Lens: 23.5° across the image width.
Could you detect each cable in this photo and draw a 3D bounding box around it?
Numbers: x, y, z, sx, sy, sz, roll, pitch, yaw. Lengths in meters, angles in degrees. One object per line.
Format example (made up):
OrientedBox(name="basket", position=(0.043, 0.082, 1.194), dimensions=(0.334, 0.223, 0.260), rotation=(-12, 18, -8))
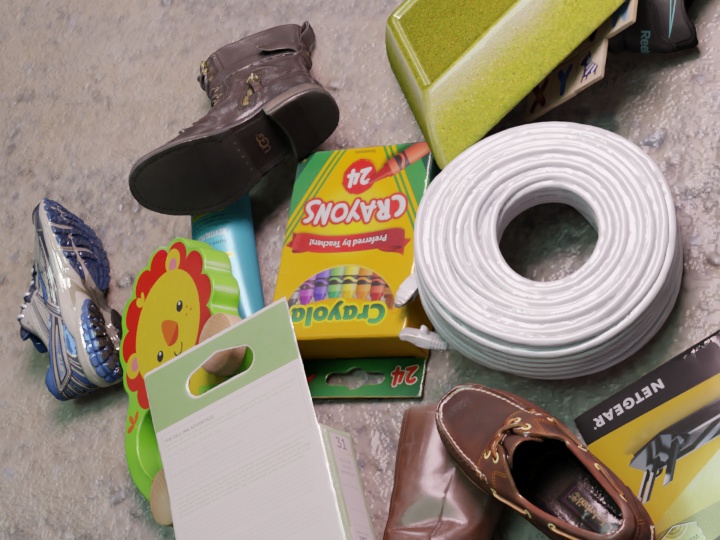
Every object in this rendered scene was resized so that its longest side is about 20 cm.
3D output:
OrientedBox(name="cable", position=(0.136, -0.018, 1.265), dimensions=(0.199, 0.069, 0.201), rotation=(18, 68, 20))

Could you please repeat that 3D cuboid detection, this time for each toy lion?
OrientedBox(name="toy lion", position=(-0.141, 0.082, 1.378), dimensions=(0.191, 0.068, 0.201), rotation=(29, 103, 51))

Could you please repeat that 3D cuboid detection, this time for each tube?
OrientedBox(name="tube", position=(-0.109, 0.018, 1.428), dimensions=(0.077, 0.050, 0.201), rotation=(-25, 59, 30))

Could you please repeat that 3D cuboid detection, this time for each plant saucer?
OrientedBox(name="plant saucer", position=(0.098, -0.204, 1.361), dimensions=(0.200, 0.048, 0.200), rotation=(-43, 31, 15))

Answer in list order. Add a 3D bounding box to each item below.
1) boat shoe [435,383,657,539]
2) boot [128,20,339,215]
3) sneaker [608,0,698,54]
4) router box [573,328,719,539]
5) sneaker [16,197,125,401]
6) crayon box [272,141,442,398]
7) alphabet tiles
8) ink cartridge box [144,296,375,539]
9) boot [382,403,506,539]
OrientedBox(name="boat shoe", position=(0.119, 0.130, 1.158), dimensions=(0.070, 0.070, 0.200), rotation=(-50, 50, -7))
OrientedBox(name="boot", position=(-0.112, -0.134, 1.465), dimensions=(0.199, 0.070, 0.174), rotation=(-24, 33, -3))
OrientedBox(name="sneaker", position=(0.243, -0.259, 1.361), dimensions=(0.079, 0.075, 0.201), rotation=(10, 77, 19))
OrientedBox(name="router box", position=(0.264, 0.119, 1.155), dimensions=(0.199, 0.052, 0.158), rotation=(-34, 54, 11))
OrientedBox(name="sneaker", position=(-0.262, 0.025, 1.492), dimensions=(0.085, 0.077, 0.201), rotation=(-33, 53, 16))
OrientedBox(name="crayon box", position=(0.000, 0.000, 1.368), dimensions=(0.126, 0.051, 0.201), rotation=(-4, 65, 27))
OrientedBox(name="alphabet tiles", position=(0.170, -0.221, 1.356), dimensions=(0.166, 0.006, 0.201), rotation=(-29, 46, 57))
OrientedBox(name="ink cartridge box", position=(-0.075, 0.141, 1.243), dimensions=(0.145, 0.048, 0.201), rotation=(-28, 59, 25))
OrientedBox(name="boot", position=(0.097, 0.189, 1.213), dimensions=(0.185, 0.064, 0.201), rotation=(14, 55, 10))
